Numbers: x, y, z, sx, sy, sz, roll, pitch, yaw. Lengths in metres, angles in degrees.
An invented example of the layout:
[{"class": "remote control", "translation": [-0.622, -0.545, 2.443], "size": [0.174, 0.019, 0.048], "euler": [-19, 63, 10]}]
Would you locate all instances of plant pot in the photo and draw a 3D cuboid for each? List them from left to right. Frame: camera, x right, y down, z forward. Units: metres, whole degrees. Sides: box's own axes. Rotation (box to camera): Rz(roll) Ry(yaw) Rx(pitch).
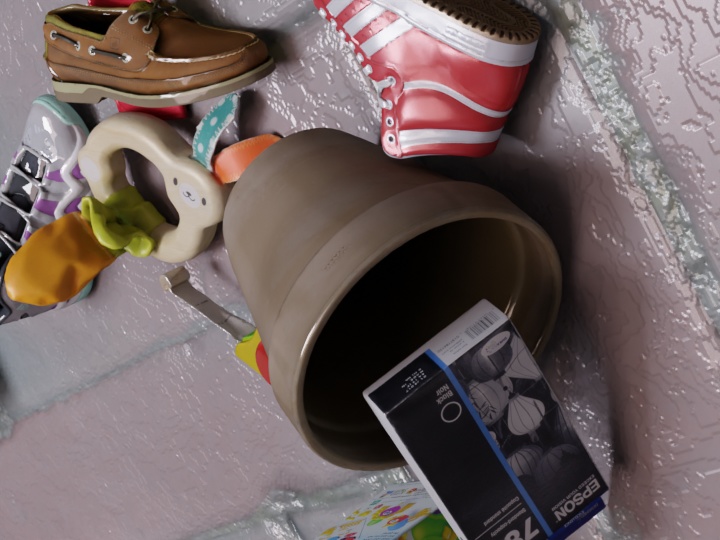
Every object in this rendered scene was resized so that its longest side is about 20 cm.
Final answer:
[{"class": "plant pot", "translation": [0.000, 0.000, 1.170], "size": [0.174, 0.200, 0.200], "euler": [46, 139, 40]}]

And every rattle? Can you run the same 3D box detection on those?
[{"class": "rattle", "translation": [-0.164, -0.051, 1.328], "size": [0.200, 0.143, 0.131], "euler": [-3, 102, 50]}]

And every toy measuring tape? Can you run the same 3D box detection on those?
[{"class": "toy measuring tape", "translation": [-0.069, 0.035, 1.333], "size": [0.200, 0.074, 0.074], "euler": [36, 133, 26]}]

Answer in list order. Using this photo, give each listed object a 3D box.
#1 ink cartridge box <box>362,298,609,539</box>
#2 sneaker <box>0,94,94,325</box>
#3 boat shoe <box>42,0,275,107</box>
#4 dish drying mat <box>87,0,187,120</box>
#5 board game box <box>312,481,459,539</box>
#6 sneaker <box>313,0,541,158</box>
[{"class": "ink cartridge box", "translation": [0.090, 0.122, 1.144], "size": [0.200, 0.099, 0.039], "euler": [56, 171, -33]}, {"class": "sneaker", "translation": [-0.280, -0.034, 1.450], "size": [0.078, 0.140, 0.200], "euler": [27, 130, 33]}, {"class": "boat shoe", "translation": [-0.153, -0.159, 1.291], "size": [0.200, 0.072, 0.068], "euler": [1, 115, 33]}, {"class": "dish drying mat", "translation": [-0.180, -0.208, 1.345], "size": [0.077, 0.018, 0.201], "euler": [5, 115, 42]}, {"class": "board game box", "translation": [0.009, 0.236, 1.265], "size": [0.105, 0.200, 0.103], "euler": [-14, 101, 49]}, {"class": "sneaker", "translation": [0.015, -0.143, 1.145], "size": [0.200, 0.071, 0.113], "euler": [33, 129, 26]}]
